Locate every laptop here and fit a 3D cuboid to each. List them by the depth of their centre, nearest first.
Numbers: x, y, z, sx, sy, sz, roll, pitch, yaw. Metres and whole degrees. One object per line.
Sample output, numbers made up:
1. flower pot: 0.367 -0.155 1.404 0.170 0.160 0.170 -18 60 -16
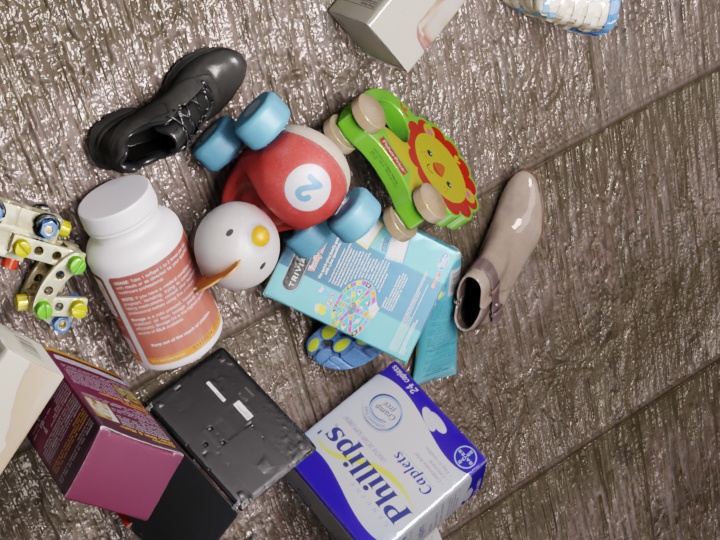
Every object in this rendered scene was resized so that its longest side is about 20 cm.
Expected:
1. laptop: -0.187 0.228 1.468 0.199 0.177 0.104 -36 161 -33

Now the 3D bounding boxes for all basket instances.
1. basket: 0.288 -0.361 1.506 0.197 0.176 0.142 3 105 -22

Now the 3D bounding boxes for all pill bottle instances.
1. pill bottle: -0.235 0.001 1.359 0.111 0.112 0.202 -31 124 -18

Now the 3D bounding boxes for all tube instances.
1. tube: 0.106 0.065 1.655 0.076 0.050 0.203 -12 121 -24

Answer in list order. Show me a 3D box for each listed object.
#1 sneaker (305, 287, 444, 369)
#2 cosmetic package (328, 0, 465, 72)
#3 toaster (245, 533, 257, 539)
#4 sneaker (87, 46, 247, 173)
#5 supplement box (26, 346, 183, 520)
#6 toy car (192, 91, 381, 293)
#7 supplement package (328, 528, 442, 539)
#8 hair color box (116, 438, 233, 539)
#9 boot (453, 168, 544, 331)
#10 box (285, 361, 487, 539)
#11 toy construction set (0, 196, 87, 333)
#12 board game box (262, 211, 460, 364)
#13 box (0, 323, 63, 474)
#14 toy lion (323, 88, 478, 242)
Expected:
1. sneaker: 0.021 0.060 1.576 0.198 0.083 0.071 -35 99 1
2. cosmetic package: 0.070 -0.340 1.419 0.201 0.103 0.087 -50 127 -3
3. toaster: -0.212 0.452 1.566 0.179 0.118 0.203 9 105 -36
4. sneaker: -0.196 -0.166 1.327 0.199 0.090 0.076 -41 125 -13
5. supplement box: -0.292 0.176 1.341 0.110 0.200 0.087 27 95 -38
6. toy car: -0.112 -0.049 1.334 0.184 0.176 0.202 44 57 -22
7. supplement package: 0.042 0.387 1.701 0.119 0.121 0.202 -32 125 -18
8. hair color box: -0.200 0.257 1.524 0.200 0.061 0.102 -47 127 -9
9. boot: 0.179 -0.018 1.619 0.146 0.069 0.203 -39 141 -48
10. box: 0.030 0.257 1.579 0.199 0.184 0.105 -38 159 -18
11. toy construction set: -0.371 -0.008 1.287 0.198 0.092 0.133 13 103 -47
12. board game box: 0.000 0.000 1.499 0.198 0.047 0.153 26 96 -8
13. box: -0.417 0.165 1.324 0.077 0.095 0.201 33 92 -38
14. toy lion: 0.064 -0.134 1.486 0.201 0.068 0.192 55 32 -5
